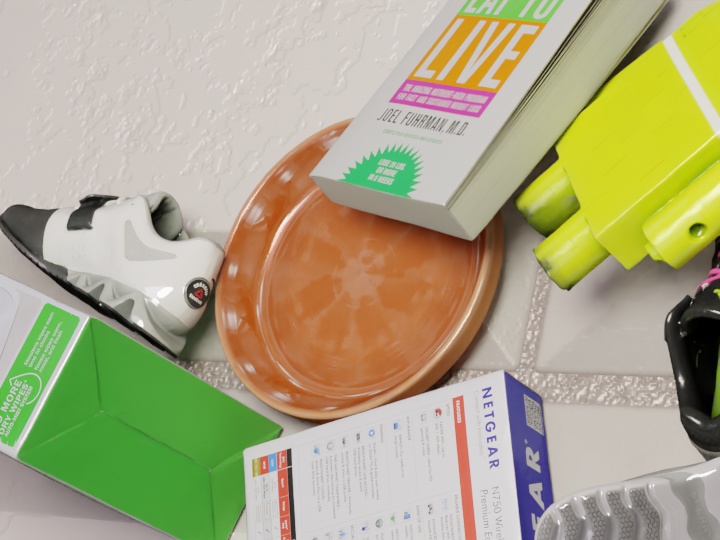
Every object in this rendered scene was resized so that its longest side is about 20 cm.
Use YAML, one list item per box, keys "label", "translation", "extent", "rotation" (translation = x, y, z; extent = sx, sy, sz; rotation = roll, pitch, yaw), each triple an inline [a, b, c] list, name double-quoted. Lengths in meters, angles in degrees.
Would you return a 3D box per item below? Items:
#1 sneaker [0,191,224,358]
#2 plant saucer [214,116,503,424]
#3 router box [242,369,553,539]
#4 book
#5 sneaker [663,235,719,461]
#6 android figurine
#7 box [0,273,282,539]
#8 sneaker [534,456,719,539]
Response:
- label: "sneaker"
  translation: [-0.159, -0.016, 1.409]
  extent: [0.200, 0.074, 0.089]
  rotation: [26, 79, 41]
- label: "plant saucer"
  translation: [0.000, 0.000, 1.320]
  extent: [0.200, 0.032, 0.201]
  rotation: [-15, 60, 28]
- label: "router box"
  translation: [0.023, 0.176, 1.209]
  extent: [0.179, 0.049, 0.200]
  rotation: [-18, 60, 26]
- label: "book"
  translation: [0.074, -0.112, 1.280]
  extent: [0.133, 0.048, 0.200]
  rotation: [16, 63, 50]
- label: "sneaker"
  translation: [0.207, 0.017, 1.135]
  extent: [0.074, 0.087, 0.200]
  rotation: [-2, 68, 33]
- label: "android figurine"
  translation: [0.175, -0.076, 1.191]
  extent: [0.200, 0.041, 0.182]
  rotation: [-41, 27, 13]
- label: "box"
  translation: [-0.181, 0.078, 1.298]
  extent: [0.176, 0.200, 0.097]
  rotation: [22, 81, 40]
- label: "sneaker"
  translation: [0.185, 0.123, 1.091]
  extent: [0.199, 0.082, 0.075]
  rotation: [-3, 88, 0]
